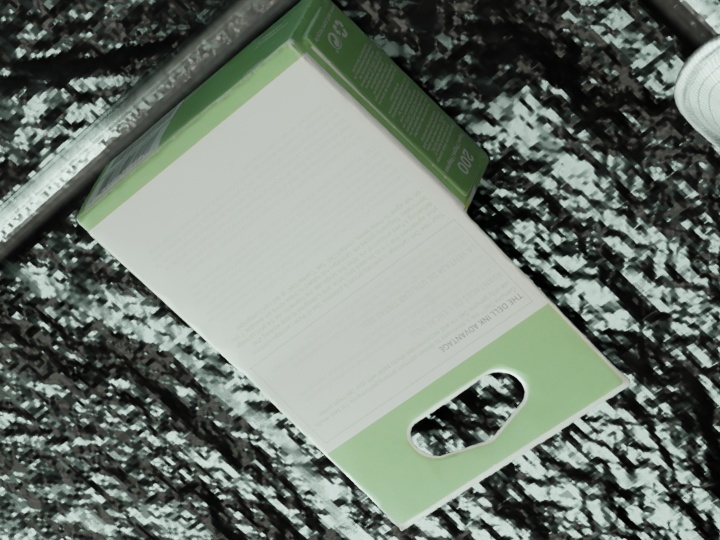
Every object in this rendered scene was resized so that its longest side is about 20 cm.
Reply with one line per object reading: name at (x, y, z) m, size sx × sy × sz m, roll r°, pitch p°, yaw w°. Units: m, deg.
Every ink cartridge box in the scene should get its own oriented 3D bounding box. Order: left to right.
ink cartridge box at (0.000, 0.000, 1.071) m, size 0.200 × 0.048 × 0.145 m, roll 43°, pitch 127°, yaw -15°

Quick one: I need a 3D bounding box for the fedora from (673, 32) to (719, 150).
fedora at (0.208, -0.017, 0.912) m, size 0.199 × 0.091 × 0.177 m, roll 9°, pitch 163°, yaw -8°
